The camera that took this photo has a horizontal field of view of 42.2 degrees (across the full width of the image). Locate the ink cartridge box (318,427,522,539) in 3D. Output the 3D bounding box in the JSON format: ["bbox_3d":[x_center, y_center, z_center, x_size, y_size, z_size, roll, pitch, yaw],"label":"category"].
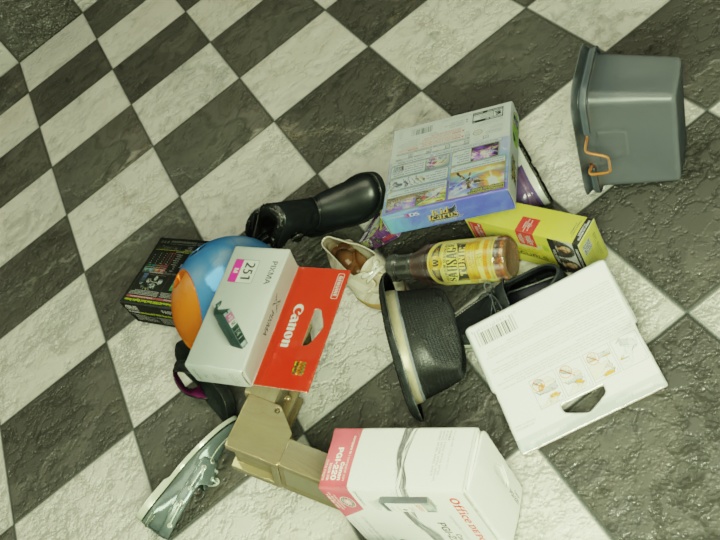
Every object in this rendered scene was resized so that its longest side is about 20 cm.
[{"bbox_3d":[0.072,0.255,1.090,0.197,0.146,0.086,-8,46,31],"label":"ink cartridge box"}]

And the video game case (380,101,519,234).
[{"bbox_3d":[0.136,-0.152,1.387,0.196,0.046,0.184,-11,47,25],"label":"video game case"}]

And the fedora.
[{"bbox_3d":[0.087,0.090,1.221,0.090,0.203,0.203,-16,43,6],"label":"fedora"}]

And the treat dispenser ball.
[{"bbox_3d":[-0.192,0.049,1.436,0.198,0.202,0.203,-20,43,19],"label":"treat dispenser ball"}]

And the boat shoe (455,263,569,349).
[{"bbox_3d":[0.195,0.046,1.265,0.197,0.062,0.076,-24,43,18],"label":"boat shoe"}]

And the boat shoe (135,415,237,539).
[{"bbox_3d":[-0.237,0.300,1.359,0.062,0.073,0.200,41,69,6],"label":"boat shoe"}]

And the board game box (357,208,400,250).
[{"bbox_3d":[0.074,-0.125,1.498,0.202,0.032,0.120,-58,9,-22],"label":"board game box"}]

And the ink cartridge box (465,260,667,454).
[{"bbox_3d":[0.254,0.109,1.162,0.197,0.044,0.176,-27,67,10],"label":"ink cartridge box"}]

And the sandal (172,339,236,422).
[{"bbox_3d":[-0.258,0.170,1.461,0.047,0.077,0.200,-19,33,-27],"label":"sandal"}]

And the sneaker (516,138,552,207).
[{"bbox_3d":[0.218,-0.157,1.432,0.087,0.076,0.202,-31,40,16],"label":"sneaker"}]

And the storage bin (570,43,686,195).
[{"bbox_3d":[0.370,-0.198,1.274,0.132,0.201,0.147,3,53,26],"label":"storage bin"}]

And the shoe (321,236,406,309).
[{"bbox_3d":[0.000,0.000,1.456,0.070,0.054,0.199,-44,40,-9],"label":"shoe"}]

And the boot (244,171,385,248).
[{"bbox_3d":[-0.074,-0.092,1.496,0.198,0.078,0.167,-23,-4,38],"label":"boot"}]

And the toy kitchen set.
[{"bbox_3d":[-0.060,0.212,1.280,0.177,0.164,0.202,18,59,13],"label":"toy kitchen set"}]

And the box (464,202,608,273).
[{"bbox_3d":[0.244,-0.050,1.309,0.198,0.076,0.050,19,64,44],"label":"box"}]

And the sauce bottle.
[{"bbox_3d":[0.128,-0.009,1.337,0.197,0.066,0.067,-8,48,32],"label":"sauce bottle"}]

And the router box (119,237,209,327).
[{"bbox_3d":[-0.315,0.022,1.659,0.197,0.062,0.151,5,55,39],"label":"router box"}]

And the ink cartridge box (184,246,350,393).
[{"bbox_3d":[-0.123,0.062,1.258,0.170,0.044,0.203,3,55,24],"label":"ink cartridge box"}]
